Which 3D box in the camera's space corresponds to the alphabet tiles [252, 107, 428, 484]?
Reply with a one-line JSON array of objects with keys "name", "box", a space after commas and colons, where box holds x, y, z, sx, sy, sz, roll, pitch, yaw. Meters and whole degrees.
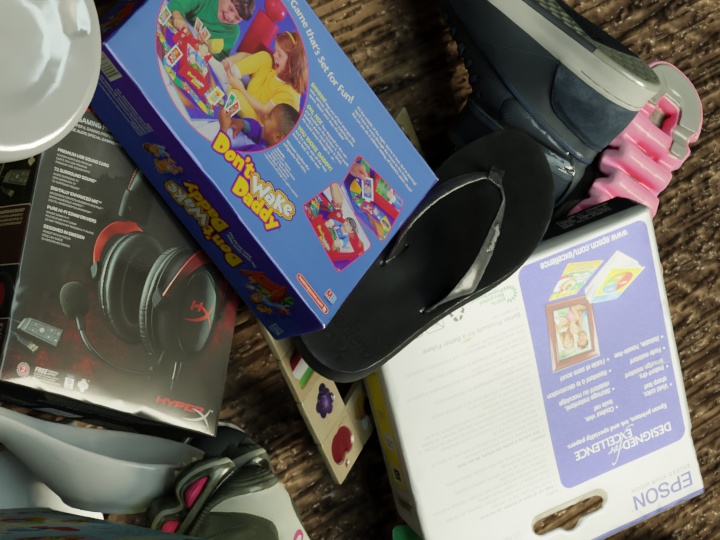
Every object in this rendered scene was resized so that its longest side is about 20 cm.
[{"name": "alphabet tiles", "box": [0.000, 0.000, 1.423, 0.200, 0.008, 0.167, -57, 136, -40]}]

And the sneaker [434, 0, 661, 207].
[{"name": "sneaker", "box": [0.067, -0.123, 1.471, 0.202, 0.146, 0.077, 43, 25, 14]}]

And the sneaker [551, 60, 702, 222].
[{"name": "sneaker", "box": [0.144, -0.043, 1.522, 0.079, 0.095, 0.200, 39, 71, -30]}]

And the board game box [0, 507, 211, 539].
[{"name": "board game box", "box": [-0.154, 0.183, 1.202, 0.105, 0.200, 0.103, 2, 90, -36]}]

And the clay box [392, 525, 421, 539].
[{"name": "clay box", "box": [0.048, 0.259, 1.484, 0.115, 0.048, 0.201, 6, 86, -35]}]

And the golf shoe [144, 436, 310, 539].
[{"name": "golf shoe", "box": [-0.088, 0.183, 1.279, 0.077, 0.200, 0.088, -22, 61, -41]}]

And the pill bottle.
[{"name": "pill bottle", "box": [-0.226, -0.108, 1.175, 0.114, 0.200, 0.115, 0, 91, -37]}]

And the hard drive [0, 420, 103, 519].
[{"name": "hard drive", "box": [-0.227, 0.178, 1.288, 0.200, 0.025, 0.132, -21, 103, -35]}]

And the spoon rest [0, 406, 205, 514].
[{"name": "spoon rest", "box": [-0.176, 0.098, 1.260, 0.200, 0.099, 0.061, -1, 99, -26]}]

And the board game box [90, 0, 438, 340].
[{"name": "board game box", "box": [-0.058, -0.081, 1.309, 0.200, 0.045, 0.135, 53, 51, -19]}]

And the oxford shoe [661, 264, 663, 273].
[{"name": "oxford shoe", "box": [0.122, 0.048, 1.523, 0.200, 0.071, 0.071, -46, 118, -25]}]

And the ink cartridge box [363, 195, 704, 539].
[{"name": "ink cartridge box", "box": [0.105, 0.080, 1.450, 0.197, 0.047, 0.200, -21, 113, -20]}]

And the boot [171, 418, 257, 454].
[{"name": "boot", "box": [-0.042, 0.188, 1.340, 0.076, 0.168, 0.201, -2, 91, -37]}]

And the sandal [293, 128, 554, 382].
[{"name": "sandal", "box": [0.046, -0.010, 1.369, 0.076, 0.043, 0.200, 41, 65, 8]}]

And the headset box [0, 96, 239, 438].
[{"name": "headset box", "box": [-0.141, -0.019, 1.311, 0.148, 0.075, 0.201, 19, 74, -37]}]
